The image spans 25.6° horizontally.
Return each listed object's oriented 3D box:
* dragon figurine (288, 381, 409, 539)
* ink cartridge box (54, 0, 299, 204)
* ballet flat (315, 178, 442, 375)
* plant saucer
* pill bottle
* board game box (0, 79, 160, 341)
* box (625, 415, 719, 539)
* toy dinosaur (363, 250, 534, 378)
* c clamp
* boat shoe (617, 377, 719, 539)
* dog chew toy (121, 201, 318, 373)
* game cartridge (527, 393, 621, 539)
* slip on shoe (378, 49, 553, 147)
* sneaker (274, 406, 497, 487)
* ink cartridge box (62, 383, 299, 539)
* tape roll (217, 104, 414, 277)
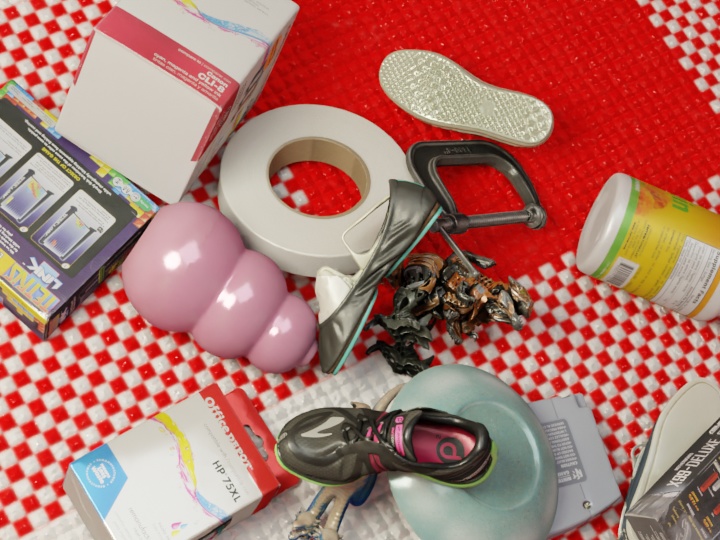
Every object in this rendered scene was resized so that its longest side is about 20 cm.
[{"bbox_3d":[-0.007,0.181,1.493,0.058,0.100,0.201,29,42,3],"label":"dragon figurine"},{"bbox_3d":[-0.176,-0.199,1.546,0.144,0.146,0.201,31,44,-1],"label":"ink cartridge box"},{"bbox_3d":[0.000,0.000,1.504,0.068,0.068,0.201,33,87,-5],"label":"ballet flat"},{"bbox_3d":[0.115,0.177,1.475,0.199,0.039,0.203,14,62,-27],"label":"plant saucer"},{"bbox_3d":[0.336,-0.014,1.654,0.198,0.111,0.112,23,61,-5],"label":"pill bottle"},{"bbox_3d":[-0.319,-0.059,1.519,0.200,0.057,0.165,41,64,5],"label":"board game box"},{"bbox_3d":[0.361,0.267,1.521,0.157,0.050,0.201,-39,106,-27],"label":"box"},{"bbox_3d":[0.067,0.032,1.572,0.198,0.102,0.137,3,53,35],"label":"toy dinosaur"},{"bbox_3d":[0.124,-0.069,1.629,0.199,0.027,0.171,-14,59,-47],"label":"c clamp"},{"bbox_3d":[0.308,0.199,1.575,0.074,0.062,0.201,26,64,-5],"label":"boat shoe"},{"bbox_3d":[-0.126,0.025,1.503,0.199,0.125,0.125,34,61,-7],"label":"dog chew toy"},{"bbox_3d":[0.149,0.201,1.544,0.198,0.041,0.135,-10,65,-20],"label":"game cartridge"},{"bbox_3d":[0.113,-0.180,1.701,0.198,0.061,0.075,20,88,8],"label":"slip on shoe"},{"bbox_3d":[0.023,0.146,1.392,0.197,0.084,0.078,0,63,-2],"label":"sneaker"},{"bbox_3d":[-0.156,0.186,1.444,0.199,0.067,0.117,-29,76,-26],"label":"ink cartridge box"},{"bbox_3d":[-0.044,-0.082,1.594,0.200,0.037,0.204,5,52,-6],"label":"tape roll"}]
